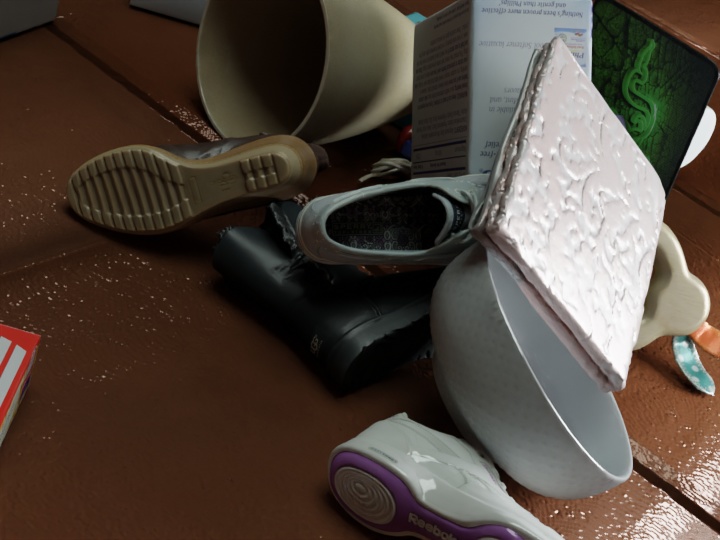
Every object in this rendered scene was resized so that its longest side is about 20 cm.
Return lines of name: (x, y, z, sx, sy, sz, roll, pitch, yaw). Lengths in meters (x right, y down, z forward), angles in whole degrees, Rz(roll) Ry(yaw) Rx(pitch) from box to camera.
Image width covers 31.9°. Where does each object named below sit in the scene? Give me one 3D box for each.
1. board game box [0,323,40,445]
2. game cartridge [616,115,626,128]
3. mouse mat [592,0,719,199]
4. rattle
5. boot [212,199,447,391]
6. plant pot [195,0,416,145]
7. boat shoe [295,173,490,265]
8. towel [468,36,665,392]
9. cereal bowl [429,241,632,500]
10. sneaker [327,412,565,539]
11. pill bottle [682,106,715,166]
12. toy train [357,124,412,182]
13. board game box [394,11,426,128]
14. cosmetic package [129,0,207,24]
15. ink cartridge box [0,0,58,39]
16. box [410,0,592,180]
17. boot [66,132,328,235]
board game box: (-0.289, 0.090, 0.733, 0.151, 0.046, 0.200, 16, 32, -8)
game cartridge: (0.196, -0.098, 1.250, 0.200, 0.038, 0.130, -3, 82, -34)
mouse mat: (0.276, -0.165, 1.309, 0.008, 0.200, 0.161, -25, 53, -37)
rattle: (0.243, 0.024, 1.137, 0.200, 0.130, 0.143, 27, -14, -14)
boot: (0.000, 0.000, 1.010, 0.200, 0.076, 0.168, -21, 54, -40)
plant pot: (-0.025, -0.205, 1.229, 0.200, 0.188, 0.187, -3, 38, -45)
boat shoe: (0.054, -0.034, 0.939, 0.200, 0.070, 0.072, -6, 3, -17)
towel: (0.162, -0.042, 0.938, 0.191, 0.032, 0.200, 47, 49, -31)
cereal bowl: (0.110, 0.079, 0.909, 0.200, 0.083, 0.200, 50, 20, -25)
sneaker: (0.080, 0.155, 0.822, 0.200, 0.075, 0.100, 33, 34, 18)
pill bottle: (0.316, -0.207, 1.479, 0.111, 0.111, 0.200, -10, 43, -40)
toy train: (0.082, -0.151, 1.245, 0.085, 0.116, 0.200, 34, 33, 32)
board game box: (0.067, -0.222, 1.418, 0.151, 0.047, 0.200, 33, 33, 19)
cosmetic package: (-0.176, -0.344, 1.457, 0.151, 0.052, 0.200, 17, 32, -11)
ink cartridge box: (-0.413, -0.307, 1.231, 0.200, 0.084, 0.145, 28, 33, 12)
box: (0.116, -0.124, 1.080, 0.105, 0.200, 0.184, 1, 3, -12)
boot: (-0.131, -0.076, 1.067, 0.200, 0.073, 0.166, -6, 6, 7)
